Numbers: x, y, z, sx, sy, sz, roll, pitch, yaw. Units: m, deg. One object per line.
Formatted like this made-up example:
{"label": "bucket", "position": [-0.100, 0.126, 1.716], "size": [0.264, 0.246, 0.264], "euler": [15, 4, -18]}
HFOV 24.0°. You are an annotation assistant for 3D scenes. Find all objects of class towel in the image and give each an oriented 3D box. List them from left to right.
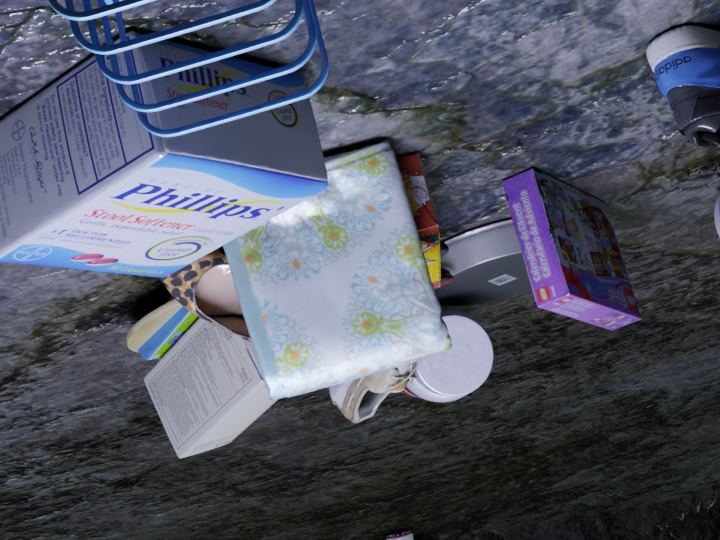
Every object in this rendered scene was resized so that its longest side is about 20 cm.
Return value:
{"label": "towel", "position": [-0.027, -0.001, 1.500], "size": [0.171, 0.200, 0.048], "euler": [-16, 176, 0]}

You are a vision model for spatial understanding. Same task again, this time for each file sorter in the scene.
{"label": "file sorter", "position": [-0.105, -0.177, 1.007], "size": [0.139, 0.123, 0.200], "euler": [-15, 163, 4]}

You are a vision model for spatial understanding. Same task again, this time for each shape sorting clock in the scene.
{"label": "shape sorting clock", "position": [-0.153, 0.039, 1.781], "size": [0.200, 0.039, 0.200], "euler": [-23, 164, -7]}

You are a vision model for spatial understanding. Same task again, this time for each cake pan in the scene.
{"label": "cake pan", "position": [0.156, -0.007, 1.892], "size": [0.200, 0.037, 0.200], "euler": [-13, 163, -4]}

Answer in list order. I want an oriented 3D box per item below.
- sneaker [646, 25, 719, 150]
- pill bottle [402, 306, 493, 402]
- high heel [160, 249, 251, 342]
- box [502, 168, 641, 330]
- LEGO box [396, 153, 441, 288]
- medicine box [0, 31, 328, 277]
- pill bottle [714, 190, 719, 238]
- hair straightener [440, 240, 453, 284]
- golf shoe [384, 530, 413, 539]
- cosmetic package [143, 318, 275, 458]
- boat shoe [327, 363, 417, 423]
{"label": "sneaker", "position": [0.344, -0.151, 1.470], "size": [0.200, 0.111, 0.077], "euler": [-3, 159, -34]}
{"label": "pill bottle", "position": [0.087, 0.096, 1.954], "size": [0.110, 0.110, 0.200], "euler": [-12, 180, -8]}
{"label": "high heel", "position": [-0.107, 0.033, 1.590], "size": [0.200, 0.071, 0.143], "euler": [30, -179, -16]}
{"label": "box", "position": [0.219, -0.018, 1.742], "size": [0.039, 0.137, 0.200], "euler": [-23, 160, 25]}
{"label": "LEGO box", "position": [-0.003, -0.028, 1.630], "size": [0.149, 0.077, 0.200], "euler": [-15, 163, -1]}
{"label": "medicine box", "position": [-0.161, -0.081, 1.293], "size": [0.200, 0.103, 0.182], "euler": [-26, 159, 35]}
{"label": "pill bottle", "position": [0.481, -0.083, 1.792], "size": [0.114, 0.114, 0.200], "euler": [-2, 159, -35]}
{"label": "hair straightener", "position": [0.000, 0.000, 1.774], "size": [0.200, 0.041, 0.077], "euler": [-15, 119, -14]}
{"label": "golf shoe", "position": [0.091, 0.636, 3.761], "size": [0.075, 0.092, 0.200], "euler": [-16, 164, -2]}
{"label": "cosmetic package", "position": [-0.140, 0.105, 1.753], "size": [0.073, 0.104, 0.200], "euler": [-14, 161, -39]}
{"label": "boat shoe", "position": [0.032, 0.099, 1.834], "size": [0.075, 0.068, 0.200], "euler": [-14, 160, -36]}
